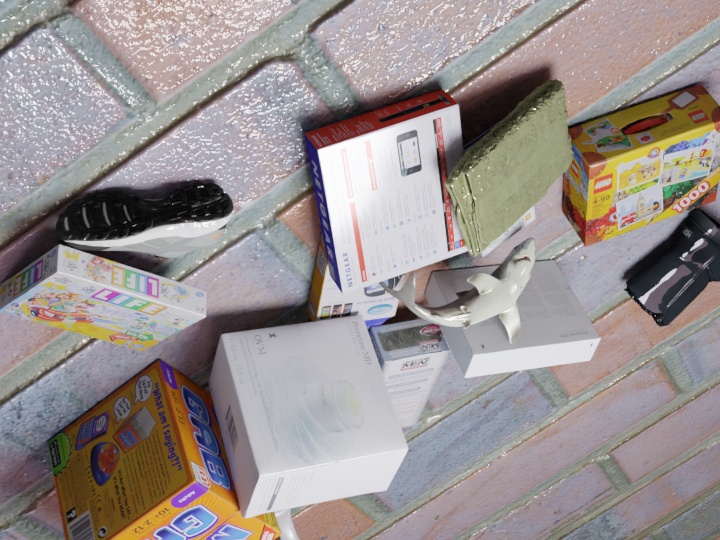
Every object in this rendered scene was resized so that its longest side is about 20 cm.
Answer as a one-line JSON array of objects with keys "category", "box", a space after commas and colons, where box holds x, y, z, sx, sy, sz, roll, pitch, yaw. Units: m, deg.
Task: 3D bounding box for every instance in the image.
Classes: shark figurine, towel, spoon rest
[{"category": "shark figurine", "box": [0.126, 0.035, 1.499, 0.211, 0.089, 0.130, -13, 109, -18]}, {"category": "towel", "box": [0.182, -0.124, 1.391, 0.200, 0.036, 0.149, -43, 142, -18]}, {"category": "spoon rest", "box": [-0.128, 0.376, 1.802, 0.098, 0.061, 0.202, -21, 125, -9]}]

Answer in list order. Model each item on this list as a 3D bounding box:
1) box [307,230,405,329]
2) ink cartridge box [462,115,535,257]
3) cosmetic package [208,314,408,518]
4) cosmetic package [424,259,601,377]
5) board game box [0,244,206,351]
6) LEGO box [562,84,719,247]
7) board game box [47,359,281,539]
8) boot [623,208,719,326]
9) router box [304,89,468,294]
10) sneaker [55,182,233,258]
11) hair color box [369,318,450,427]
[{"category": "box", "box": [0.000, 0.000, 1.494, 0.117, 0.042, 0.202, -7, 137, -21]}, {"category": "ink cartridge box", "box": [0.168, -0.113, 1.452, 0.094, 0.037, 0.201, -35, 143, -15]}, {"category": "cosmetic package", "box": [-0.070, 0.181, 1.471, 0.197, 0.202, 0.124, -6, 147, -22]}, {"category": "cosmetic package", "box": [0.205, 0.063, 1.577, 0.197, 0.152, 0.052, -5, 135, -22]}, {"category": "board game box", "box": [-0.296, 0.035, 1.338, 0.198, 0.035, 0.134, 20, 146, -39]}, {"category": "LEGO box", "box": [0.368, -0.136, 1.516, 0.197, 0.078, 0.150, -19, 138, -9]}, {"category": "board game box", "box": [-0.258, 0.285, 1.523, 0.199, 0.201, 0.200, -35, 138, 10]}, {"category": "boot", "box": [0.503, 0.015, 1.736, 0.199, 0.077, 0.169, 28, 112, -35]}, {"category": "router box", "box": [0.037, -0.092, 1.372, 0.177, 0.049, 0.203, -18, 125, -14]}, {"category": "sneaker", "box": [-0.241, -0.043, 1.301, 0.197, 0.075, 0.080, -5, 141, -23]}, {"category": "hair color box", "box": [0.048, 0.151, 1.630, 0.097, 0.061, 0.201, -9, 146, -20]}]
